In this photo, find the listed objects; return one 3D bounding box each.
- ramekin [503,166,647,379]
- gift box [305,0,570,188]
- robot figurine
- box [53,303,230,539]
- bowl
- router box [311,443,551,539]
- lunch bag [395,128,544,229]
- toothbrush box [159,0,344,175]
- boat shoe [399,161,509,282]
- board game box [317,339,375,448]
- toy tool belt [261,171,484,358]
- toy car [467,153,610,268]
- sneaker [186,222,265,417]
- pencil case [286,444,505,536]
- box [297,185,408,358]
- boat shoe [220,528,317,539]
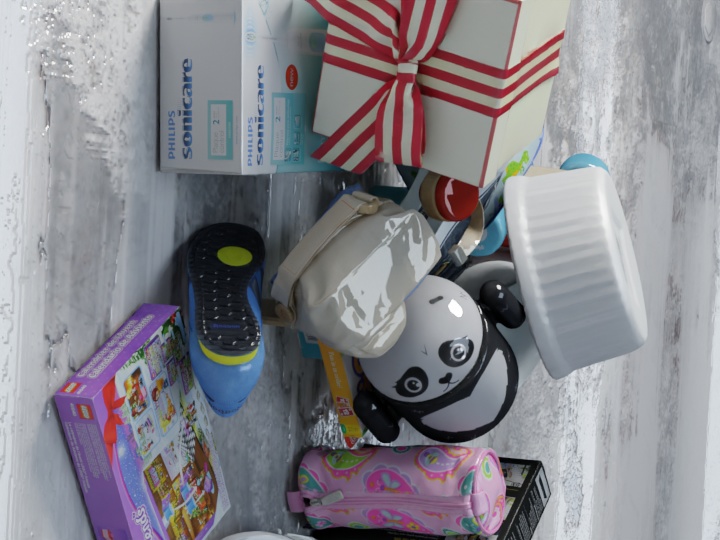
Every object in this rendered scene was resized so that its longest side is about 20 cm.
[{"bbox_3d":[0.210,-0.003,1.744,0.200,0.097,0.202,-14,90,-76],"label":"ramekin"},{"bbox_3d":[0.055,-0.181,1.522,0.187,0.198,0.186,-40,139,-60],"label":"gift box"},{"bbox_3d":[0.075,0.086,1.664,0.200,0.124,0.151,49,51,-56],"label":"robot figurine"},{"bbox_3d":[-0.170,0.147,1.447,0.137,0.039,0.202,-50,136,-51],"label":"box"},{"bbox_3d":[0.114,0.063,1.901,0.200,0.090,0.202,-34,146,-26],"label":"bowl"},{"bbox_3d":[0.066,0.242,1.747,0.150,0.198,0.051,-57,139,-42],"label":"router box"},{"bbox_3d":[0.097,-0.151,1.762,0.161,0.082,0.200,-57,138,-22],"label":"lunch bag"},{"bbox_3d":[-0.084,-0.156,1.532,0.200,0.085,0.148,-6,98,-61],"label":"toothbrush box"},{"bbox_3d":[0.090,-0.067,1.690,0.201,0.071,0.091,-53,153,3],"label":"boat shoe"},{"bbox_3d":[-0.006,0.060,1.670,0.096,0.030,0.201,-53,140,-47],"label":"board game box"},{"bbox_3d":[0.000,-0.020,1.539,0.200,0.122,0.125,-48,123,-24],"label":"toy tool belt"},{"bbox_3d":[0.184,-0.012,2.006,0.185,0.175,0.202,-61,158,-59],"label":"toy car"},{"bbox_3d":[-0.112,0.038,1.489,0.201,0.065,0.079,-95,-170,-53],"label":"sneaker"},{"bbox_3d":[0.035,0.205,1.686,0.087,0.198,0.088,-1,90,-65],"label":"pencil case"},{"bbox_3d":[0.000,0.000,1.753,0.200,0.049,0.083,-50,136,-49],"label":"box"},{"bbox_3d":[-0.064,0.268,1.639,0.201,0.086,0.075,9,90,-34],"label":"boat shoe"}]
